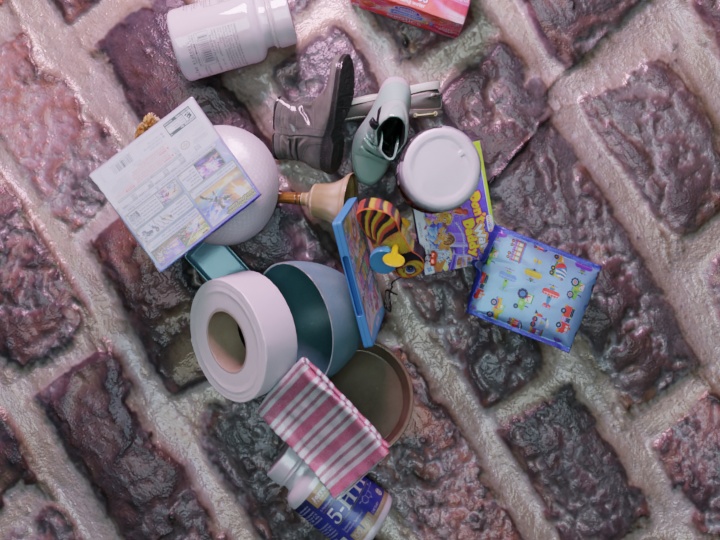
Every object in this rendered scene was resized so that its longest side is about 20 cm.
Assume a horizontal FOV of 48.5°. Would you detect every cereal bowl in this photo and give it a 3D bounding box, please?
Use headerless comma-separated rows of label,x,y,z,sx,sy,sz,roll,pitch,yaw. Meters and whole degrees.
cereal bowl,-0.239,-0.142,1.320,0.195,0.083,0.206,0,91,16

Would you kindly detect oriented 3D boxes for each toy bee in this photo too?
toy bee,0.069,-0.036,1.315,0.106,0.201,0.133,-10,54,15

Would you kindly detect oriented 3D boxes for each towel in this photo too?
towel,-0.062,0.248,1.248,0.200,0.030,0.147,45,122,5

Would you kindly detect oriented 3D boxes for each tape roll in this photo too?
tape roll,-0.193,0.107,1.302,0.200,0.070,0.207,15,112,40

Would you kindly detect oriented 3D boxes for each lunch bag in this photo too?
lunch bag,0.273,0.026,1.325,0.196,0.094,0.154,21,93,-12

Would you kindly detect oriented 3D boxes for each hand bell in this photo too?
hand bell,-0.110,-0.123,1.354,0.195,0.104,0.107,8,93,13

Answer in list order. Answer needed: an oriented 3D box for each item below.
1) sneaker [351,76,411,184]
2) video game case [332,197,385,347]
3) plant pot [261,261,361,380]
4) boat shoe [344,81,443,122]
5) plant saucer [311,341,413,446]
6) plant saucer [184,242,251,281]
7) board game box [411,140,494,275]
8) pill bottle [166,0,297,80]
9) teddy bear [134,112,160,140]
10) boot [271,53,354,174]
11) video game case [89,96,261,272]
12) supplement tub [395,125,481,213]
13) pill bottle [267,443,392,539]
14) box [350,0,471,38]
sneaker,0.027,-0.196,1.283,0.072,0.120,0.203,14,133,-7
video game case,0.000,0.000,1.267,0.017,0.143,0.204,-10,107,13
plant pot,-0.064,0.076,1.313,0.133,0.198,0.205,-14,93,-43
boat shoe,0.042,-0.268,1.340,0.197,0.072,0.062,-11,102,7
plant saucer,-0.007,0.217,1.357,0.195,0.030,0.205,-1,72,2
plant saucer,-0.213,0.025,1.383,0.070,0.019,0.200,-43,93,2
board game box,0.154,-0.106,1.361,0.131,0.045,0.205,-11,92,1
pill bottle,-0.207,-0.393,1.315,0.195,0.114,0.117,-15,93,1
teddy bear,-0.355,-0.157,1.316,0.066,0.144,0.205,4,93,-36
boot,-0.086,-0.263,1.306,0.128,0.068,0.204,20,116,17
video game case,-0.283,-0.131,1.238,0.199,0.045,0.183,-37,95,-3
supplement tub,0.115,-0.151,1.236,0.119,0.200,0.126,0,93,1
pill bottle,-0.055,0.370,1.347,0.199,0.120,0.120,39,92,-2
box,0.088,-0.471,1.319,0.196,0.095,0.105,19,92,-1
